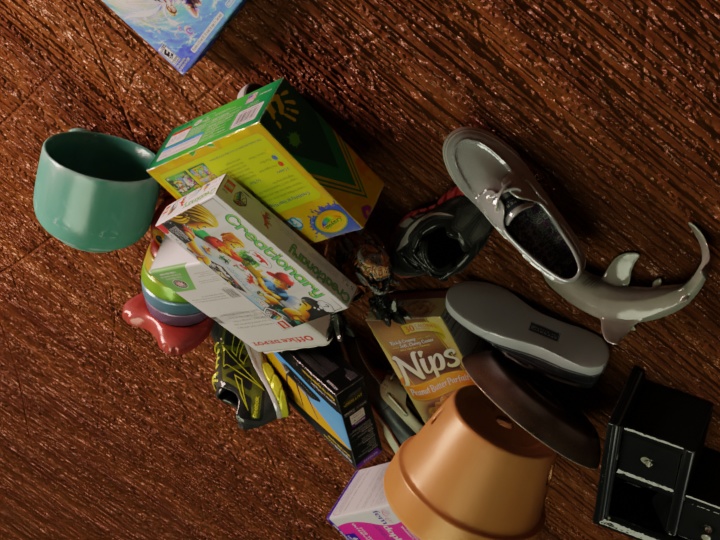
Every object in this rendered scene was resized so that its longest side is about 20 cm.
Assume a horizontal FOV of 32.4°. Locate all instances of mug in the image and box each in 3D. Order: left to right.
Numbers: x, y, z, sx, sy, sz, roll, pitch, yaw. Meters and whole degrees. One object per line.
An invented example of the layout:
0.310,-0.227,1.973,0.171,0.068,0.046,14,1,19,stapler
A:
-0.331,-0.099,1.570,0.151,0.185,0.115,16,114,0,mug

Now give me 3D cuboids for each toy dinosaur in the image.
0.000,0.000,1.450,0.102,0.200,0.136,-8,107,5,toy dinosaur

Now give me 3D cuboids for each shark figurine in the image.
0.292,0.037,1.297,0.214,0.090,0.128,-10,125,45,shark figurine

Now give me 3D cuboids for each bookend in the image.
0.384,0.238,1.430,0.199,0.092,0.199,18,139,20,bookend

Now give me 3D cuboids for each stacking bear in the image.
-0.239,-0.010,1.636,0.121,0.114,0.201,34,134,26,stacking bear

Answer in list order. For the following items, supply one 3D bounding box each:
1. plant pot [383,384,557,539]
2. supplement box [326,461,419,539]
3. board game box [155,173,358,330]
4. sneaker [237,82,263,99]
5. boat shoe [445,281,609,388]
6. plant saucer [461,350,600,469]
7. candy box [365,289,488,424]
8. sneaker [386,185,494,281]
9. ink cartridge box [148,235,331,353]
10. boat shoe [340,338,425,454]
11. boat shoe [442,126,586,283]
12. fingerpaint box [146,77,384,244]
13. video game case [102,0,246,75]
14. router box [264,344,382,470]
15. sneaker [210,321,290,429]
0.143,0.231,1.463,0.200,0.200,0.140,28,116,10,plant pot
0.062,0.340,1.778,0.101,0.103,0.200,48,139,-14,supplement box
-0.114,-0.016,1.366,0.200,0.035,0.126,41,144,-22,board game box
-0.095,-0.121,1.428,0.084,0.073,0.200,-18,119,34,sneaker
0.188,0.079,1.438,0.199,0.072,0.068,22,141,8,boat shoe
0.206,0.154,1.439,0.200,0.200,0.032,38,100,-2,plant saucer
0.103,0.117,1.547,0.115,0.055,0.200,-5,128,37,candy box
0.079,-0.028,1.380,0.071,0.098,0.200,43,145,-11,sneaker
-0.135,0.014,1.535,0.146,0.085,0.200,-9,142,44,ink cartridge box
0.040,0.169,1.648,0.062,0.071,0.200,-29,104,8,boat shoe
0.158,-0.065,1.272,0.072,0.069,0.200,-35,94,8,boat shoe
-0.103,-0.102,1.341,0.200,0.074,0.167,-16,128,45,fingerpaint box
-0.209,-0.329,1.328,0.181,0.045,0.200,43,142,-8,video game case
-0.056,0.152,1.648,0.200,0.051,0.150,39,152,43,router box
-0.174,0.132,1.705,0.200,0.084,0.075,53,160,28,sneaker
